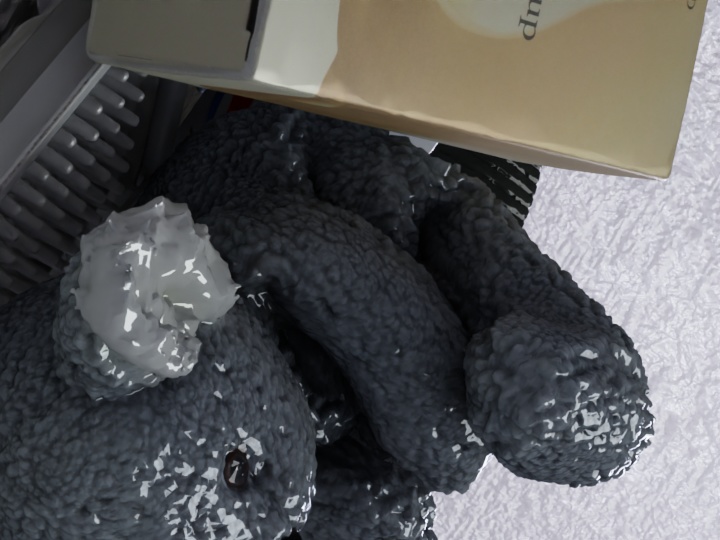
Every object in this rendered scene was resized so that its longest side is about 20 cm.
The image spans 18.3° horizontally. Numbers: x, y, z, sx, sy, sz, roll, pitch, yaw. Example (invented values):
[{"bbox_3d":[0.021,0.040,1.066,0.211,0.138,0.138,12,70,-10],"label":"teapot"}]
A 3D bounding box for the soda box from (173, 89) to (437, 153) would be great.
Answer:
[{"bbox_3d":[-0.037,-0.029,0.832,0.200,0.063,0.068,-52,-156,29],"label":"soda box"}]

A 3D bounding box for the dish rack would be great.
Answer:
[{"bbox_3d":[-0.114,-0.011,0.709,0.172,0.043,0.200,-55,174,-30],"label":"dish rack"}]

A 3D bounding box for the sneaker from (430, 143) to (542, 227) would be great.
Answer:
[{"bbox_3d":[0.000,0.000,0.884,0.088,0.074,0.201,10,-111,60],"label":"sneaker"}]

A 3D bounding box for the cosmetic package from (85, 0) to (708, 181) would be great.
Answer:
[{"bbox_3d":[0.021,-0.092,0.671,0.199,0.071,0.106,7,94,-48],"label":"cosmetic package"}]

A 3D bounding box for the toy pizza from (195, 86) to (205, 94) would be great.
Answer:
[{"bbox_3d":[-0.013,-0.157,0.876,0.201,0.032,0.200,-55,177,-4],"label":"toy pizza"}]

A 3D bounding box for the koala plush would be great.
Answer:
[{"bbox_3d":[-0.051,0.039,0.685,0.200,0.184,0.177,-14,153,-52],"label":"koala plush"}]
